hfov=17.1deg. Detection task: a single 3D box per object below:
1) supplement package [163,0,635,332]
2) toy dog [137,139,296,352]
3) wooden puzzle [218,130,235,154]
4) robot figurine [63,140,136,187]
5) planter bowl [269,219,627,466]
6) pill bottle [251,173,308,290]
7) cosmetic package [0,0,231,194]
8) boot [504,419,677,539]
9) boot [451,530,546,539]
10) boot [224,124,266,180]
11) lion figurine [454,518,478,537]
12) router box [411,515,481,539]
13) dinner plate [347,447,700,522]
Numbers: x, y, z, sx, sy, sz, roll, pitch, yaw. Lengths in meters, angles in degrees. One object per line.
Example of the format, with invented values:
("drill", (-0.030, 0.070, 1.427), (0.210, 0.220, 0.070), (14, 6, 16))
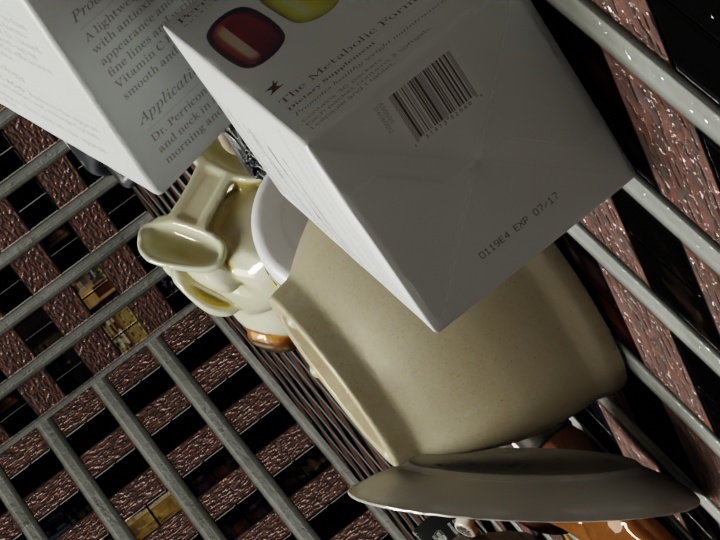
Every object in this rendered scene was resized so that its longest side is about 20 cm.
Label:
("supplement package", (0.011, -0.077, 1.058), (0.110, 0.114, 0.200), (55, 173, -29))
("toy dog", (-0.080, -0.015, 2.092), (0.194, 0.140, 0.200), (13, 159, 15))
("wooden puzzle", (-0.162, -0.200, 1.860), (0.185, 0.037, 0.200), (61, -179, 39))
("robot figurine", (-0.262, -0.176, 2.442), (0.200, 0.125, 0.150), (51, 166, 16))
("planter bowl", (0.035, 0.025, 1.343), (0.200, 0.135, 0.200), (52, 174, 7))
("pill bottle", (0.000, 0.000, 1.567), (0.111, 0.111, 0.200), (50, 174, 23))
("cosmetic package", (-0.134, -0.180, 1.186), (0.165, 0.165, 0.200), (29, 159, 41))
("boot", (0.181, 0.182, 1.578), (0.200, 0.068, 0.188), (42, 162, 25))
("boot", (0.133, 0.261, 1.656), (0.146, 0.070, 0.200), (28, -147, -47))
("boot", (-0.087, -0.133, 1.741), (0.165, 0.066, 0.200), (60, -178, 5))
("lion figurine", (0.076, 0.099, 1.618), (0.072, 0.123, 0.200), (25, 159, 11))
("router box", (0.152, 0.372, 2.705), (0.150, 0.062, 0.200), (48, 172, 47))
("dinner plate", (0.093, 0.119, 1.361), (0.200, 0.200, 0.024), (-170, 79, -81))
